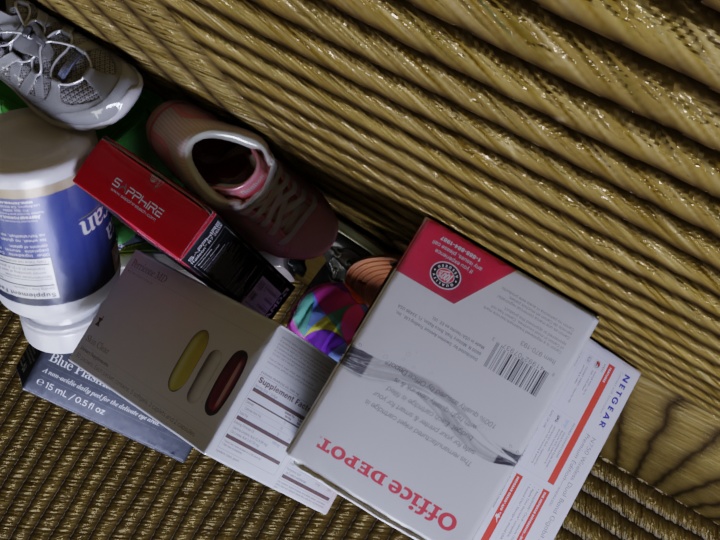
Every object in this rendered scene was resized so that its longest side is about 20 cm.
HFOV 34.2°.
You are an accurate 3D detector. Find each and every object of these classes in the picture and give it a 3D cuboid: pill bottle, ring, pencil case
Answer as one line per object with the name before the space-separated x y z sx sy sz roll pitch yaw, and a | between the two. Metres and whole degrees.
pill bottle | -0.266 -0.029 1.003 0.111 0.111 0.200 28 137 32
ring | 0.077 0.045 1.094 0.200 0.019 0.200 25 153 13
pencil case | 0.007 0.101 1.060 0.200 0.088 0.088 52 -171 35

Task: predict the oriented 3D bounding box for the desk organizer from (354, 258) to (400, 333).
desk organizer | 0.099 0.075 1.012 0.200 0.077 0.072 38 155 -17

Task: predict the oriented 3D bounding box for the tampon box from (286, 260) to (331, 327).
tampon box | 0.025 0.089 1.277 0.200 0.126 0.150 31 -152 -9

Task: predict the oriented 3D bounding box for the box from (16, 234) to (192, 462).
box | -0.244 0.075 1.294 0.197 0.200 0.117 29 176 -19

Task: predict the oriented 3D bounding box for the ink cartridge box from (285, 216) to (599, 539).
ink cartridge box | 0.057 0.086 0.854 0.145 0.200 0.083 31 175 2

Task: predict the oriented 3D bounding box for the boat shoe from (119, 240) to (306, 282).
boat shoe | -0.148 -0.036 1.148 0.200 0.093 0.075 -1 162 10

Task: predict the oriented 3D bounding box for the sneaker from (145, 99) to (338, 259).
sneaker | -0.085 -0.062 0.969 0.200 0.075 0.105 38 178 -30

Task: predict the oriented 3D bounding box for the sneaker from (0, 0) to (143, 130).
sneaker | -0.266 -0.175 0.935 0.200 0.075 0.082 25 167 19

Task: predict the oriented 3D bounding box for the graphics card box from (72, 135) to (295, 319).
graphics card box | -0.142 -0.028 0.983 0.125 0.051 0.200 34 175 22

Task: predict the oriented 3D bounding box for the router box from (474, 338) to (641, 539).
router box | 0.109 0.125 0.953 0.179 0.200 0.049 33 173 -23

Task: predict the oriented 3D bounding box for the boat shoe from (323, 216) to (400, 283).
boat shoe | 0.000 0.000 1.177 0.201 0.066 0.072 30 175 -3

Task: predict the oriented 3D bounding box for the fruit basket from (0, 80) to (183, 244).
fruit basket | -0.265 -0.095 1.128 0.216 0.156 0.216 31 152 19

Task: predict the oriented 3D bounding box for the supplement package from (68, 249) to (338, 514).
supplement package | -0.108 0.088 0.956 0.200 0.111 0.156 23 169 43
